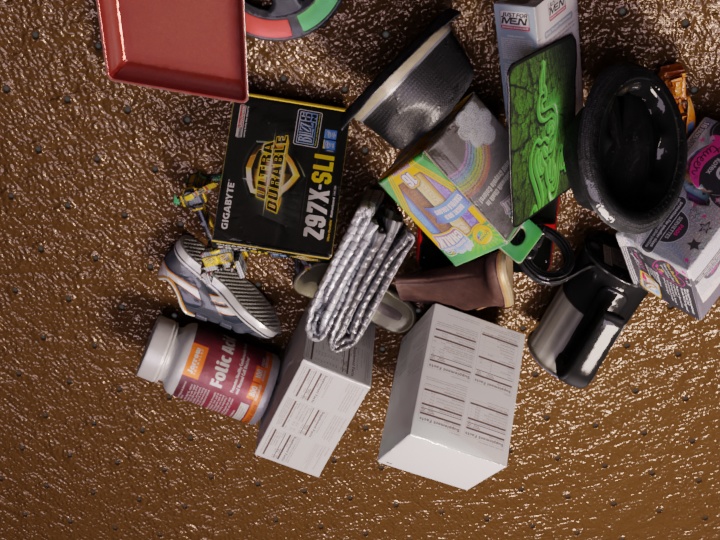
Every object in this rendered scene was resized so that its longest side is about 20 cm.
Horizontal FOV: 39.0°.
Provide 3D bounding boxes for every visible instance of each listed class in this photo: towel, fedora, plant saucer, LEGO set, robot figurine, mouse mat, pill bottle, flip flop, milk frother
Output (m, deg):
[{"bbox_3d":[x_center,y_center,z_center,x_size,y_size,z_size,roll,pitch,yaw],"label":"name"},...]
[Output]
[{"bbox_3d":[0.000,0.000,1.378,0.085,0.166,0.202,27,102,-2],"label":"towel"},{"bbox_3d":[0.069,-0.218,1.234,0.092,0.201,0.200,45,117,-6],"label":"fedora"},{"bbox_3d":[-0.229,-0.318,1.256,0.196,0.037,0.203,11,129,10],"label":"plant saucer"},{"bbox_3d":[-0.159,-0.063,1.399,0.196,0.117,0.156,-4,124,5],"label":"LEGO set"},{"bbox_3d":[0.376,-0.166,1.336,0.142,0.059,0.203,-8,123,9],"label":"robot figurine"},{"bbox_3d":[0.221,-0.169,1.227,0.007,0.160,0.203,16,124,36],"label":"mouse mat"},{"bbox_3d":[0.307,-0.143,1.231,0.200,0.202,0.091,41,158,-23],"label":"fedora"},{"bbox_3d":[-0.232,0.149,1.550,0.197,0.115,0.115,22,123,-12],"label":"pill bottle"},{"bbox_3d":[-0.006,0.045,1.501,0.198,0.058,0.081,28,121,-15],"label":"flip flop"},{"bbox_3d":[0.283,0.043,1.435,0.198,0.180,0.190,33,123,12],"label":"milk frother"}]

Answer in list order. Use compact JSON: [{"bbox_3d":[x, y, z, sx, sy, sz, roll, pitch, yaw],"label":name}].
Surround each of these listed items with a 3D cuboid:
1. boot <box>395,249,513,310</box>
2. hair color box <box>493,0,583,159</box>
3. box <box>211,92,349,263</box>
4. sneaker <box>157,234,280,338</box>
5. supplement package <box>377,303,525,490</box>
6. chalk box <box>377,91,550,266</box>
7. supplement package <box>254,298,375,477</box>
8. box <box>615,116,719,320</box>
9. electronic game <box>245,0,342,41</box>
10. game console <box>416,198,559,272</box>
[{"bbox_3d":[0.129,0.020,1.411,0.163,0.074,0.200,-1,167,6],"label":"boot"},{"bbox_3d":[0.224,-0.250,1.256,0.060,0.099,0.203,17,133,36],"label":"hair color box"},{"bbox_3d":[-0.102,-0.120,1.326,0.157,0.204,0.049,9,169,-5],"label":"box"},{"bbox_3d":[-0.210,0.040,1.499,0.200,0.079,0.079,43,112,-11],"label":"sneaker"},{"bbox_3d":[0.132,0.186,1.476,0.148,0.203,0.152,18,152,-9],"label":"supplement package"},{"bbox_3d":[0.147,-0.097,1.295,0.200,0.125,0.123,47,151,-11],"label":"chalk box"},{"bbox_3d":[-0.067,0.175,1.533,0.109,0.157,0.202,22,123,-11],"label":"supplement package"},{"bbox_3d":[0.436,-0.066,1.290,0.201,0.114,0.132,-51,142,-10],"label":"box"},{"bbox_3d":[-0.108,-0.375,1.232,0.196,0.042,0.203,1,124,2],"label":"electronic game"},{"bbox_3d":[0.179,-0.074,1.433,0.196,0.031,0.179,2,129,3],"label":"game console"}]
